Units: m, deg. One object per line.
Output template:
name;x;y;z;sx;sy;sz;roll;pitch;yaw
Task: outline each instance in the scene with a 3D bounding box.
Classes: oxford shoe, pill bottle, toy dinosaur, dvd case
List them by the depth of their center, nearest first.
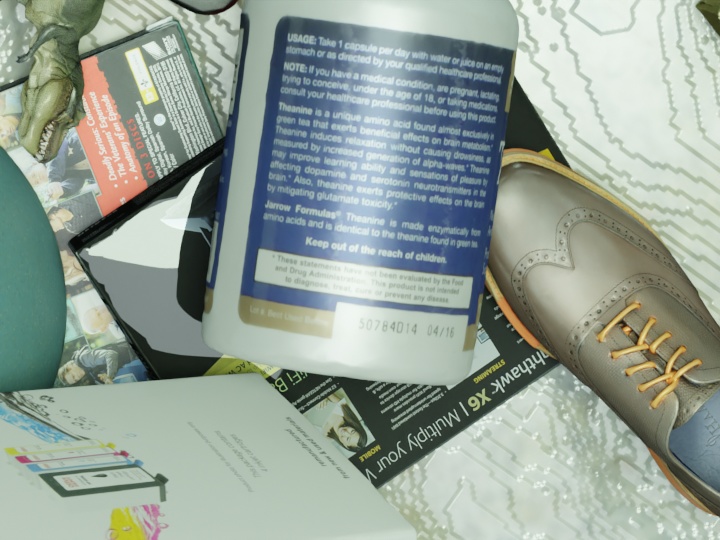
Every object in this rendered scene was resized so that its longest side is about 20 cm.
pill bottle;0.003;-0.061;1.080;0.110;0.111;0.201;8;93;-3
toy dinosaur;-0.127;-0.142;1.117;0.088;0.047;0.201;5;120;-37
oxford shoe;0.119;0.028;1.129;0.071;0.073;0.200;-46;105;-1
dvd case;-0.146;-0.007;1.194;0.199;0.022;0.147;-22;98;0

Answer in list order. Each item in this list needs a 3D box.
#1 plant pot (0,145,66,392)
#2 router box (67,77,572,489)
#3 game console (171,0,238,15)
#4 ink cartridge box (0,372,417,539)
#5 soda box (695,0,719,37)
plant pot;-0.226;0.025;1.119;0.199;0.135;0.202;0;99;0
router box;0.000;0.000;1.168;0.199;0.052;0.158;-33;100;-5
game console;-0.098;-0.227;1.115;0.199;0.172;0.119;29;63;-6
ink cartridge box;-0.105;0.140;1.045;0.199;0.145;0.148;-4;116;-29
soda box;0.236;-0.061;1.175;0.068;0.064;0.200;-42;97;5
